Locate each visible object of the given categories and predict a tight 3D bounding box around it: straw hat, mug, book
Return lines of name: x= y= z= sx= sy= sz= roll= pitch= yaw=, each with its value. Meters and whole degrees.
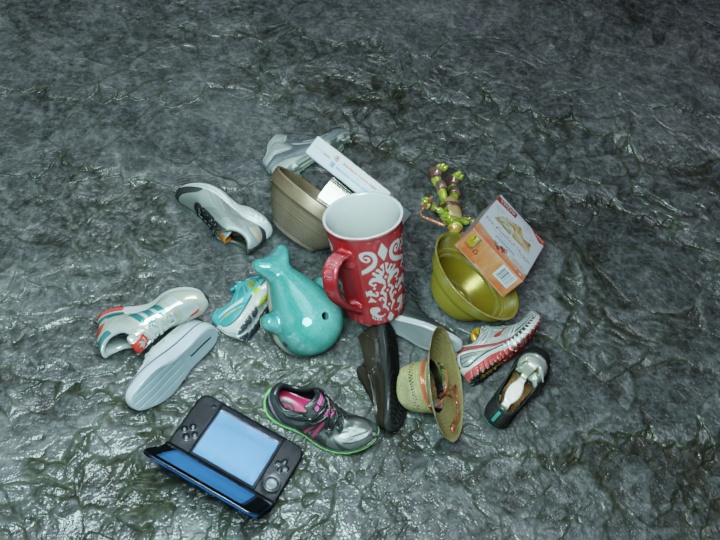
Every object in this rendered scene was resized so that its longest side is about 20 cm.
straw hat: x=0.107 y=0.197 z=1.422 sx=0.085 sy=0.201 sz=0.202 roll=-8 pitch=51 yaw=21
mug: x=-0.004 y=-0.007 z=1.435 sx=0.177 sy=0.201 sz=0.133 roll=-26 pitch=43 yaw=-20
book: x=-0.009 y=-0.114 z=1.578 sx=0.133 sy=0.200 sz=0.048 roll=37 pitch=95 yaw=-2

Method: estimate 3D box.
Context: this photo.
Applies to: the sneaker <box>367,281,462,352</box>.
sneaker: x=0.103 y=0.076 z=1.529 sx=0.199 sy=0.071 sz=0.099 roll=19 pitch=53 yaw=17

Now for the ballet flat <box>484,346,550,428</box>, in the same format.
ballet flat: x=0.291 y=0.198 z=1.499 sx=0.068 sy=0.068 sz=0.200 roll=34 pitch=56 yaw=10

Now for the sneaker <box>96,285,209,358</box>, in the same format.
sneaker: x=-0.345 y=0.094 z=1.404 sx=0.199 sy=0.070 sz=0.094 roll=-15 pitch=43 yaw=4

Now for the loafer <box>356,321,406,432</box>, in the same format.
loafer: x=0.032 y=0.187 z=1.463 sx=0.071 sy=0.073 sz=0.201 roll=-18 pitch=58 yaw=23

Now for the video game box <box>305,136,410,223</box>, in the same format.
video game box: x=0.000 y=-0.166 z=1.622 sx=0.182 sy=0.200 sz=0.047 roll=37 pitch=93 yaw=15

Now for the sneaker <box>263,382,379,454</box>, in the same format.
sneaker: x=-0.065 y=0.241 z=1.386 sx=0.199 sy=0.084 sz=0.077 roll=18 pitch=55 yaw=2

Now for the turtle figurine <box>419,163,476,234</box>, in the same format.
turtle figurine: x=0.189 y=-0.128 z=1.709 sx=0.199 sy=0.064 sz=0.162 roll=12 pitch=55 yaw=-27

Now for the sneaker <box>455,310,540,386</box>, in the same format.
sneaker: x=0.250 y=0.123 z=1.537 sx=0.200 sy=0.078 sz=0.082 roll=-29 pitch=65 yaw=-28

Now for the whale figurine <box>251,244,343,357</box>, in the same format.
whale figurine: x=-0.104 y=0.052 z=1.455 sx=0.159 sy=0.104 sz=0.201 roll=-33 pitch=102 yaw=-34

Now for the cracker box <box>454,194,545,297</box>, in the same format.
cracker box: x=0.269 y=-0.051 z=1.609 sx=0.134 sy=0.058 sz=0.200 roll=47 pitch=32 yaw=-1

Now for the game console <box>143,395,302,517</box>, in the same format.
game console: x=-0.205 y=0.282 z=1.308 sx=0.199 sy=0.118 sz=0.171 roll=28 pitch=55 yaw=7

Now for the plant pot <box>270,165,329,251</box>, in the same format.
plant pot: x=-0.100 y=-0.102 z=1.587 sx=0.201 sy=0.201 sz=0.093 roll=40 pitch=99 yaw=16

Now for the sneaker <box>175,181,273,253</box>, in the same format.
sneaker: x=-0.265 y=-0.101 z=1.591 sx=0.200 sy=0.074 sz=0.079 roll=28 pitch=60 yaw=8

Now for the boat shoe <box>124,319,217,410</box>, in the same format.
boat shoe: x=-0.326 y=0.155 z=1.411 sx=0.067 sy=0.074 sz=0.200 roll=19 pitch=42 yaw=31

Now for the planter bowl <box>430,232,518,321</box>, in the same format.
planter bowl: x=0.192 y=0.032 z=1.565 sx=0.200 sy=0.083 sz=0.201 roll=28 pitch=36 yaw=-23

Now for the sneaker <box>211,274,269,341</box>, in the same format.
sneaker: x=-0.191 y=0.034 z=1.514 sx=0.079 sy=0.078 sz=0.200 roll=23 pitch=52 yaw=18

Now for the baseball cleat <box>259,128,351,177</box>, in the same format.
baseball cleat: x=-0.116 y=-0.258 z=1.731 sx=0.200 sy=0.070 sz=0.106 roll=-34 pitch=68 yaw=-30
